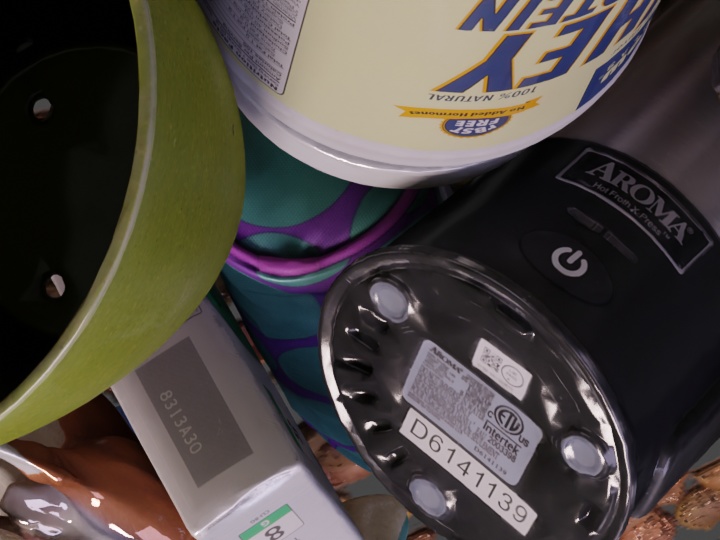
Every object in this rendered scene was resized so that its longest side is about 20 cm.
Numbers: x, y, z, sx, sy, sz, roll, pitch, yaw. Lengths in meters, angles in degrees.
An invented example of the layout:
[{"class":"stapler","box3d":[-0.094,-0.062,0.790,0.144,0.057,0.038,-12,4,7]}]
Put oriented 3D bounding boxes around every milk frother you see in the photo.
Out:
[{"class":"milk frother","box3d":[0.088,0.037,0.985,0.188,0.181,0.200,-40,179,-38]}]

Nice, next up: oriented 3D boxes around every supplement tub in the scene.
[{"class":"supplement tub","box3d":[0.023,-0.115,0.824,0.145,0.145,0.200,-16,163,-13]}]

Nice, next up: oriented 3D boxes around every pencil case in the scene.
[{"class":"pencil case","box3d":[0.000,0.000,1.046,0.085,0.093,0.200,6,158,14]}]

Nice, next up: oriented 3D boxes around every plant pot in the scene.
[{"class":"plant pot","box3d":[-0.107,-0.033,0.802,0.187,0.187,0.200,-31,168,13]}]

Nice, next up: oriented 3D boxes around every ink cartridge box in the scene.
[{"class":"ink cartridge box","box3d":[-0.043,0.054,1.050,0.050,0.161,0.200,-33,150,3]}]

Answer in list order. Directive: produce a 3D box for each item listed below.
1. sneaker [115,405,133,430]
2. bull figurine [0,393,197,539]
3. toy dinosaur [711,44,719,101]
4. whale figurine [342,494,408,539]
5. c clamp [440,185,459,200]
[{"class":"sneaker","box3d":[-0.122,0.115,1.132,0.200,0.078,0.070,-27,144,-31]},{"class":"bull figurine","box3d":[-0.126,0.060,1.034,0.121,0.200,0.065,23,92,-34]},{"class":"toy dinosaur","box3d":[0.128,-0.148,0.933,0.106,0.200,0.060,22,174,-20]},{"class":"whale figurine","box3d":[-0.065,0.161,1.221,0.200,0.159,0.104,-21,115,7]},{"class":"c clamp","box3d":[0.076,-0.062,1.094,0.171,0.027,0.200,-22,152,8]}]
